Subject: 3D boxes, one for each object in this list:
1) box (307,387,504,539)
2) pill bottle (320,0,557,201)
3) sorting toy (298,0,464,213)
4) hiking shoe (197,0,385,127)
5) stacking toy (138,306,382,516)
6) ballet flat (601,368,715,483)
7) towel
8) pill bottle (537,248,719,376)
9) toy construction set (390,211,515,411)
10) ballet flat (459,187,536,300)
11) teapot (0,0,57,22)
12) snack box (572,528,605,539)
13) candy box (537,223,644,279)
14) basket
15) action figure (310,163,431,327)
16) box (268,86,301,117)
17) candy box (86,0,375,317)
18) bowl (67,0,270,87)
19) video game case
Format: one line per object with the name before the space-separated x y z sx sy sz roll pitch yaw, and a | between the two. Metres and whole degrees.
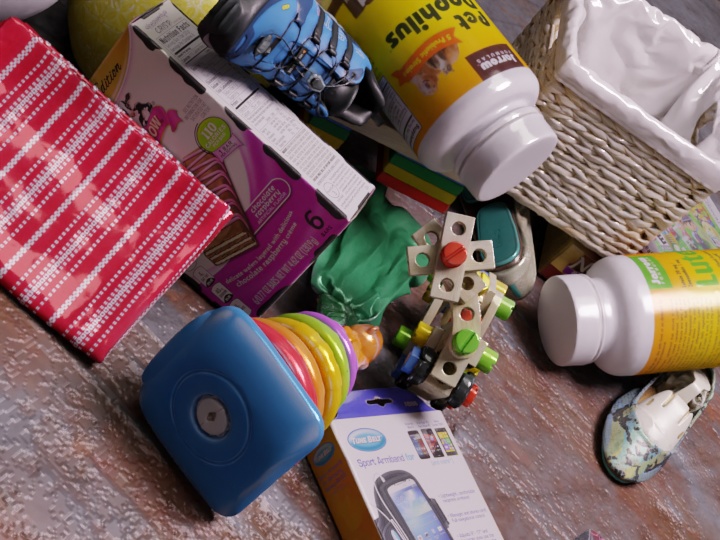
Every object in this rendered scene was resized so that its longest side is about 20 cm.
box | 0.039 0.176 0.859 0.119 0.041 0.200 2 51 -45
pill bottle | 0.063 -0.154 0.946 0.109 0.109 0.200 -15 64 -51
sorting toy | 0.023 -0.158 1.060 0.200 0.070 0.199 24 42 -19
hiking shoe | -0.036 -0.151 0.844 0.087 0.074 0.200 47 17 15
stacking toy | -0.041 0.068 0.822 0.110 0.116 0.200 52 32 10
ballet flat | 0.282 0.128 1.131 0.074 0.074 0.200 48 35 4
towel | -0.200 -0.056 0.798 0.200 0.022 0.145 42 68 -5
pill bottle | 0.272 0.039 1.128 0.199 0.111 0.111 -4 54 -17
toy construction set | 0.073 0.036 0.927 0.092 0.131 0.200 28 -11 13
ballet flat | 0.134 -0.053 1.180 0.062 0.067 0.200 54 28 -41
teapot | -0.302 -0.248 0.844 0.200 0.146 0.198 5 66 -85
snack box | 0.193 0.306 0.874 0.142 0.053 0.200 39 35 -13
candy box | 0.256 -0.033 1.274 0.117 0.056 0.200 39 37 -11
basket | 0.232 -0.148 1.158 0.200 0.161 0.198 31 42 -13
action figure | 0.000 0.000 0.977 0.118 0.055 0.200 42 30 -6
box | -0.082 -0.204 1.106 0.200 0.050 0.199 40 36 -9
candy box | -0.109 -0.072 0.867 0.200 0.136 0.061 42 34 -4
bowl | -0.136 -0.230 0.937 0.199 0.108 0.201 -1 56 1
video game case | 0.335 -0.073 1.334 0.200 0.022 0.182 2 54 -47
